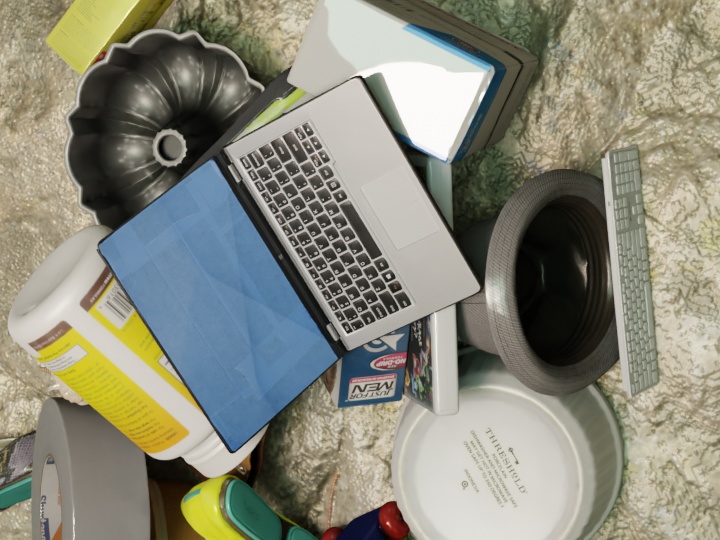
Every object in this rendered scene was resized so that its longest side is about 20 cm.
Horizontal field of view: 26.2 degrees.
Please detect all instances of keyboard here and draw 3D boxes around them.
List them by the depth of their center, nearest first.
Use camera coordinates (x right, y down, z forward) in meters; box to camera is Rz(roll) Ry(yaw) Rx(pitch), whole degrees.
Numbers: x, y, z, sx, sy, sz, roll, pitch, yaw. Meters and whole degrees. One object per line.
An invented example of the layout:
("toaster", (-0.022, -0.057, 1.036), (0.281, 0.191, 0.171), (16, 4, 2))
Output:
("keyboard", (0.223, 0.000, 1.271), (0.011, 0.056, 0.202), (-1, 98, 41))

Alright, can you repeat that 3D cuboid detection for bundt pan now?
("bundt pan", (-0.154, -0.110, 1.350), (0.200, 0.076, 0.204), (2, 99, 15))

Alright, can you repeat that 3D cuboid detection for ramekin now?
("ramekin", (0.116, 0.164, 1.302), (0.200, 0.094, 0.204), (2, 98, 16))

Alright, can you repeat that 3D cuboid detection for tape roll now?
("tape roll", (-0.234, 0.208, 1.324), (0.066, 0.200, 0.202), (0, 99, -21))

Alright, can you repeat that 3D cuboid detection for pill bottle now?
("pill bottle", (-0.161, 0.067, 1.171), (0.109, 0.110, 0.200), (-38, 114, 17))

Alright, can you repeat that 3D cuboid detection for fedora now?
("fedora", (0.138, 0.010, 1.249), (0.090, 0.199, 0.179), (-1, 105, 41))
("fedora", (-0.176, 0.250, 1.379), (0.081, 0.200, 0.203), (0, 99, -21))

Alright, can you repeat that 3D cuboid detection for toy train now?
("toy train", (-0.002, 0.291, 1.298), (0.084, 0.200, 0.116), (-29, 97, 31))

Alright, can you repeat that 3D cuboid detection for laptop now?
("laptop", (-0.047, -0.003, 1.126), (0.199, 0.116, 0.188), (-25, 107, 24))

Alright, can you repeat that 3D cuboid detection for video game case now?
("video game case", (0.040, 0.003, 1.266), (0.023, 0.182, 0.202), (-4, 97, -15))

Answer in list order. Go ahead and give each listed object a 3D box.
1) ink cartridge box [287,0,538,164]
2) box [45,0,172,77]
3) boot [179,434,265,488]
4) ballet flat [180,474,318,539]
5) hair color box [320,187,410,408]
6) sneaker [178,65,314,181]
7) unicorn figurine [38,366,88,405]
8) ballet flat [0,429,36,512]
("ink cartridge box", (0.048, -0.159, 1.224), (0.144, 0.200, 0.085), (28, 106, 11))
("box", (-0.186, -0.259, 1.342), (0.050, 0.075, 0.200), (44, 105, 6))
("boot", (-0.165, 0.092, 1.331), (0.199, 0.068, 0.189), (34, 132, 25))
("ballet flat", (-0.085, 0.244, 1.353), (0.067, 0.067, 0.200), (-18, 131, 29))
("hair color box", (0.000, 0.000, 1.249), (0.060, 0.100, 0.202), (-6, 121, -17))
("sneaker", (-0.085, -0.077, 1.259), (0.083, 0.072, 0.200), (44, 103, -1))
("unicorn figurine", (-0.183, 0.049, 1.253), (0.198, 0.074, 0.139), (7, 116, 9))
("ballet flat", (-0.362, 0.206, 1.465), (0.199, 0.072, 0.072), (-28, 89, 17))
